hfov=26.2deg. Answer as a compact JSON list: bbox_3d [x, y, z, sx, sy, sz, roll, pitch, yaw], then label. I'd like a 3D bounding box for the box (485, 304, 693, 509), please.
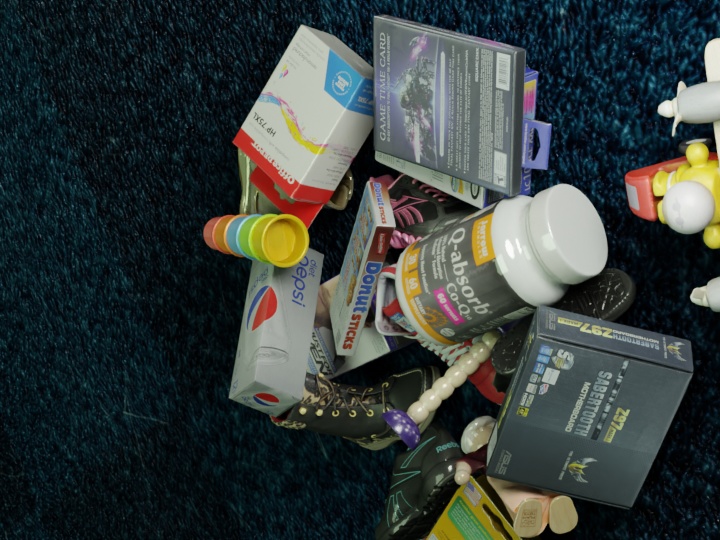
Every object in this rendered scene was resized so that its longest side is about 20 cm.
[{"bbox_3d":[0.223,0.138,1.527,0.156,0.051,0.201,13,129,-3],"label":"box"}]

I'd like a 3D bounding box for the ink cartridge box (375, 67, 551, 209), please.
[{"bbox_3d":[0.107,-0.151,1.585,0.199,0.076,0.138,29,127,43],"label":"ink cartridge box"}]

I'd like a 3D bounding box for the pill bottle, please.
[{"bbox_3d":[0.139,-0.006,1.533,0.199,0.116,0.117,-26,86,40],"label":"pill bottle"}]

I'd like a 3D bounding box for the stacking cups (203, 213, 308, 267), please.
[{"bbox_3d":[-0.126,-0.039,1.818,0.200,0.060,0.061,8,114,64],"label":"stacking cups"}]

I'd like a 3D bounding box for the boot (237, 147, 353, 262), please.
[{"bbox_3d":[-0.075,-0.077,1.855,0.154,0.072,0.202,12,113,46],"label":"boot"}]

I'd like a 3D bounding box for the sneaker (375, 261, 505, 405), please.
[{"bbox_3d":[0.090,0.071,1.680,0.201,0.112,0.071,57,132,15],"label":"sneaker"}]

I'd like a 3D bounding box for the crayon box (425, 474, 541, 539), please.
[{"bbox_3d":[0.142,0.322,1.751,0.126,0.051,0.201,51,141,23],"label":"crayon box"}]

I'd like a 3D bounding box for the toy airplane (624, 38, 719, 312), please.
[{"bbox_3d":[0.318,-0.064,1.308,0.200,0.140,0.200,51,139,22],"label":"toy airplane"}]

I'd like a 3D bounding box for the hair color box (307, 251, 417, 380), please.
[{"bbox_3d":[-0.017,0.064,1.856,0.200,0.064,0.110,-29,82,52],"label":"hair color box"}]

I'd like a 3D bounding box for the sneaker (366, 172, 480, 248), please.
[{"bbox_3d":[0.070,-0.072,1.682,0.199,0.079,0.096,1,96,50],"label":"sneaker"}]

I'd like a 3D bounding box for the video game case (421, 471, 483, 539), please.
[{"bbox_3d":[0.131,0.310,1.822,0.199,0.023,0.184,-3,104,53],"label":"video game case"}]

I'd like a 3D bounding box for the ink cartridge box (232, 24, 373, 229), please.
[{"bbox_3d":[-0.063,-0.157,1.740,0.116,0.067,0.201,42,110,30],"label":"ink cartridge box"}]

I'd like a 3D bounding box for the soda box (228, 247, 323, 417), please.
[{"bbox_3d":[-0.097,0.063,1.805,0.063,0.068,0.201,-35,38,48],"label":"soda box"}]

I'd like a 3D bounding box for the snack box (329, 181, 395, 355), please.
[{"bbox_3d":[0.000,0.000,1.702,0.072,0.024,0.201,-100,20,-45],"label":"snack box"}]

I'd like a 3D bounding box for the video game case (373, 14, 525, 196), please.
[{"bbox_3d":[0.084,-0.167,1.532,0.199,0.019,0.144,24,122,45],"label":"video game case"}]

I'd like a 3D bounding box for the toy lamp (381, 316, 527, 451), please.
[{"bbox_3d":[0.108,0.101,1.622,0.058,0.200,0.058,47,176,4],"label":"toy lamp"}]

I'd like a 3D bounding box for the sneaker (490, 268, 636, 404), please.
[{"bbox_3d":[0.208,0.075,1.575,0.199,0.104,0.060,-35,54,18],"label":"sneaker"}]

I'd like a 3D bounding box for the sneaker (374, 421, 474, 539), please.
[{"bbox_3d":[0.069,0.256,1.811,0.200,0.075,0.080,-55,49,42],"label":"sneaker"}]

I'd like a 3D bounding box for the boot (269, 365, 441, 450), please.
[{"bbox_3d":[-0.007,0.152,1.808,0.200,0.149,0.074,-36,45,57],"label":"boot"}]

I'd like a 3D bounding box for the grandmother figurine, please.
[{"bbox_3d":[0.156,0.217,1.662,0.200,0.120,0.061,-126,45,-64],"label":"grandmother figurine"}]
